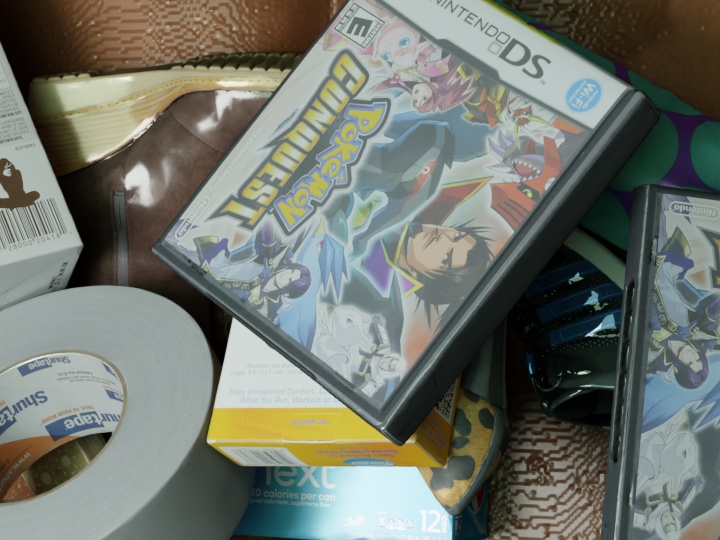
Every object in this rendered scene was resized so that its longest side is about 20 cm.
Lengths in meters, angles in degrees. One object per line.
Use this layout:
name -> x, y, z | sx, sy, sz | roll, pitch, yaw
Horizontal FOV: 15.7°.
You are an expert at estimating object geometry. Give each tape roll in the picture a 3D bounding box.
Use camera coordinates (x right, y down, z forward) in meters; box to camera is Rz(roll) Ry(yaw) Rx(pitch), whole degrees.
tape roll -> -0.157, 0.101, 1.348 | 0.200, 0.066, 0.201 | -15, 41, 13

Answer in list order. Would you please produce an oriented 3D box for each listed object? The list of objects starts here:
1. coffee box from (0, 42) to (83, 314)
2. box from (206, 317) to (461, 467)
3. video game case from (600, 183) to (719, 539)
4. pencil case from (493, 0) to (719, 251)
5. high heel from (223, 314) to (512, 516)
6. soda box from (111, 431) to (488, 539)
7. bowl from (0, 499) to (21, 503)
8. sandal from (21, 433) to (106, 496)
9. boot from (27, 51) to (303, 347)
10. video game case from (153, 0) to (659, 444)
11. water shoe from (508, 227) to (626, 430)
coffee box -> -0.231, -0.067, 1.434 | 0.080, 0.114, 0.200 | -16, 69, -24
box -> 0.000, 0.000, 1.307 | 0.119, 0.041, 0.201 | -2, 63, 29
video game case -> 0.221, 0.061, 1.271 | 0.199, 0.025, 0.181 | 7, 84, -14
pencil case -> 0.111, -0.077, 1.348 | 0.200, 0.092, 0.085 | 31, 131, 15
high heel -> -0.006, 0.064, 1.350 | 0.200, 0.071, 0.143 | -12, 64, 41
soda box -> -0.033, 0.109, 1.411 | 0.199, 0.064, 0.068 | 2, 90, 20
bowl -> -0.167, 0.222, 1.438 | 0.200, 0.105, 0.202 | 0, 90, 20
sandal -> -0.220, 0.063, 1.468 | 0.212, 0.070, 0.078 | 51, 126, 12
boot -> -0.089, -0.033, 1.444 | 0.199, 0.072, 0.167 | -4, 100, 19
video game case -> 0.018, -0.042, 1.269 | 0.181, 0.026, 0.200 | 36, 86, 37
water shoe -> 0.109, 0.033, 1.341 | 0.200, 0.072, 0.079 | 32, 65, 17
